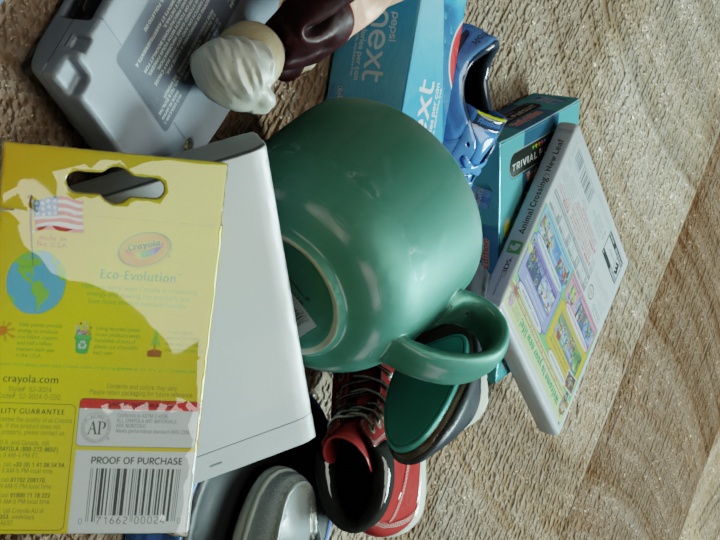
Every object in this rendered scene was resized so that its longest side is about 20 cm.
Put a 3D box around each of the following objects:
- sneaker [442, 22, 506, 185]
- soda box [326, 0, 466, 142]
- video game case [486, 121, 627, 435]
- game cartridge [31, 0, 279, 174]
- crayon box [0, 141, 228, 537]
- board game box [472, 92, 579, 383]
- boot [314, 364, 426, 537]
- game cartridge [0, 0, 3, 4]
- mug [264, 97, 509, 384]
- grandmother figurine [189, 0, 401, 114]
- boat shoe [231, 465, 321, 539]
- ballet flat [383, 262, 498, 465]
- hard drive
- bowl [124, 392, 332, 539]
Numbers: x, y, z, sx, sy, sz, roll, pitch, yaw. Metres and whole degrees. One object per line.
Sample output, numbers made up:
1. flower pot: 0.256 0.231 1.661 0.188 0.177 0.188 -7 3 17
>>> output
1. sneaker: 0.060 -0.079 1.237 0.066 0.078 0.202 -10 109 -61
2. soda box: 0.027 -0.159 1.164 0.068 0.064 0.202 5 95 -60
3. video game case: 0.164 0.010 1.405 0.183 0.022 0.200 -64 148 -25
4. game cartridge: -0.105 -0.148 0.970 0.201 0.041 0.133 -64 151 -24
5. crayon box: -0.143 0.035 0.890 0.126 0.051 0.202 5 98 -27
6. board game box: 0.127 -0.030 1.397 0.151 0.047 0.202 -30 124 -54
7. boot: 0.005 0.076 1.141 0.144 0.072 0.202 38 49 -73
8. game cartridge: -0.200 -0.213 0.784 0.134 0.040 0.201 -53 141 -32
9. mug: -0.005 -0.010 1.038 0.114 0.184 0.153 -41 138 -42
10. grandmother figurine: -0.021 -0.150 0.998 0.200 0.061 0.122 -36 165 -34
11. boat shoe: -0.045 0.227 1.077 0.074 0.064 0.204 21 71 -60
12. ballet flat: 0.059 0.058 1.124 0.201 0.072 0.073 -84 161 -45
13. hard drive: -0.102 0.032 0.975 0.131 0.027 0.202 -18 121 -16
14. bowl: -0.079 0.165 1.113 0.200 0.039 0.203 -27 122 -54
